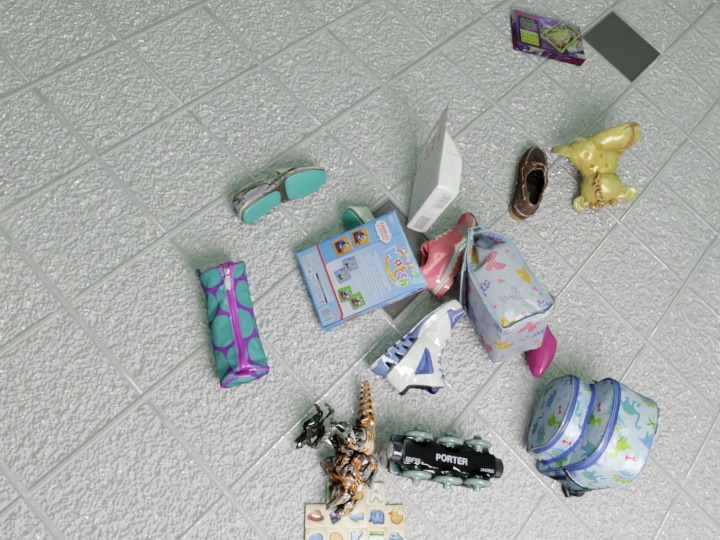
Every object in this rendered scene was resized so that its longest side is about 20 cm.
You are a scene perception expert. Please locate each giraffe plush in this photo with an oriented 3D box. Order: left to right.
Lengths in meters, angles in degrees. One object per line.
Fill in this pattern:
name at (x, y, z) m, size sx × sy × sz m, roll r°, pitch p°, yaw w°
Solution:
giraffe plush at (0.538, -0.224, 1.201) m, size 0.198 × 0.172 × 0.164 m, roll -19°, pitch 95°, yaw -32°

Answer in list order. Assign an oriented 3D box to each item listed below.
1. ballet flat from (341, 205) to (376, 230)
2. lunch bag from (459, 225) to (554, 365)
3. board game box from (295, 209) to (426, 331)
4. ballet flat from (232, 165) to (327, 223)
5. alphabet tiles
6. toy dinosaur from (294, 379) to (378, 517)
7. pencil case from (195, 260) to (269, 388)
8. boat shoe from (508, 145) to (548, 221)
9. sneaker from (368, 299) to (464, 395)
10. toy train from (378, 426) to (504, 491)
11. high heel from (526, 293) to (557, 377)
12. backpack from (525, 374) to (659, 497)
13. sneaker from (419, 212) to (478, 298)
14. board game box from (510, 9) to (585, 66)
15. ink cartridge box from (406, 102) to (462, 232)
ballet flat at (0.041, -0.046, 1.031) m, size 0.069 × 0.070 × 0.201 m, roll -28°, pitch 76°, yaw -24°
lunch bag at (0.240, 0.042, 0.968) m, size 0.126 × 0.170 × 0.202 m, roll -20°, pitch 60°, yaw -3°
board game box at (0.000, 0.000, 0.968) m, size 0.198 × 0.037 × 0.153 m, roll -23°, pitch 73°, yaw 4°
ballet flat at (-0.158, -0.160, 1.022) m, size 0.199 × 0.072 × 0.072 m, roll -32°, pitch 78°, yaw -25°
alphabet tiles at (-0.007, 0.438, 0.838) m, size 0.164 × 0.006 × 0.202 m, roll 5°, pitch 66°, yaw -13°
toy dinosaur at (-0.025, 0.280, 0.869) m, size 0.135 × 0.102 × 0.201 m, roll 29°, pitch 40°, yaw -18°
pencil case at (-0.210, 0.086, 0.885) m, size 0.084 × 0.093 × 0.202 m, roll -11°, pitch 72°, yaw -19°
boat shoe at (0.381, -0.201, 1.182) m, size 0.070 × 0.070 × 0.202 m, roll 21°, pitch 62°, yaw -4°
sneaker at (0.120, 0.153, 0.961) m, size 0.199 × 0.081 × 0.115 m, roll -38°, pitch 85°, yaw -19°
toy train at (0.126, 0.308, 0.865) m, size 0.198 × 0.114 × 0.086 m, roll 13°, pitch 63°, yaw -14°
high heel at (0.322, 0.104, 1.035) m, size 0.095 × 0.067 × 0.201 m, roll 29°, pitch 48°, yaw -12°
backpack at (0.382, 0.270, 0.907) m, size 0.146 × 0.200 × 0.184 m, roll 30°, pitch 64°, yaw -1°
sneaker at (0.166, -0.047, 1.055) m, size 0.086 × 0.074 × 0.201 m, roll 29°, pitch 63°, yaw 0°
board game box at (0.491, -0.609, 1.410) m, size 0.197 × 0.032 × 0.122 m, roll 9°, pitch 70°, yaw -12°
ink cartridge box at (0.151, -0.199, 1.067) m, size 0.050 × 0.161 × 0.202 m, roll 18°, pitch 63°, yaw -9°
